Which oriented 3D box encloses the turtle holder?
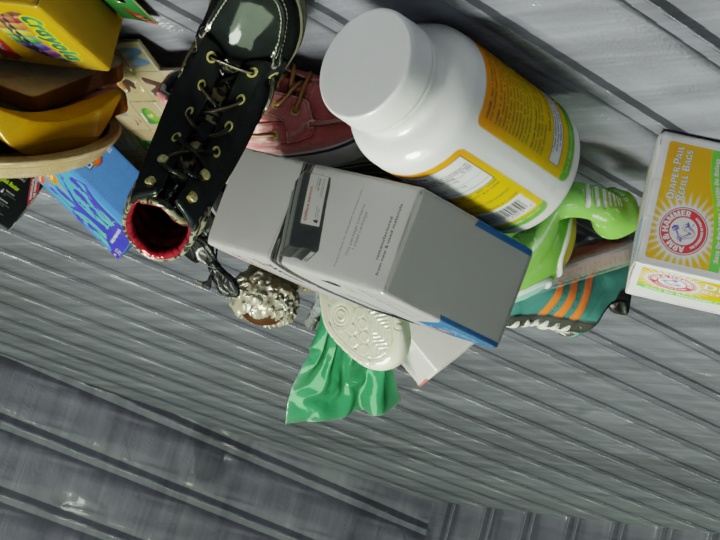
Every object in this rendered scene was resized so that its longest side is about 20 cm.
[{"bbox_3d":[0.125,-0.045,1.529,0.185,0.141,0.132,-37,150,12],"label":"turtle holder"}]

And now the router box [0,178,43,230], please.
[{"bbox_3d":[-0.401,-0.130,1.717,0.150,0.062,0.200,37,177,24],"label":"router box"}]

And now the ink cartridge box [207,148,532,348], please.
[{"bbox_3d":[0.005,-0.019,1.390,0.199,0.085,0.144,16,173,44],"label":"ink cartridge box"}]

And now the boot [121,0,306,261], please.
[{"bbox_3d":[-0.105,-0.110,1.309,0.073,0.155,0.204,24,146,-5],"label":"boot"}]

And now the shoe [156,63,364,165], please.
[{"bbox_3d":[-0.060,-0.133,1.442,0.199,0.072,0.091,-10,136,25],"label":"shoe"}]

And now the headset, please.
[{"bbox_3d":[-0.123,-0.045,1.669,0.094,0.123,0.200,56,-166,-13],"label":"headset"}]

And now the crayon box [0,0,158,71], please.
[{"bbox_3d":[-0.270,-0.204,1.408,0.198,0.051,0.127,8,166,22],"label":"crayon box"}]

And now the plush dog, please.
[{"bbox_3d":[-0.018,-0.038,1.740,0.199,0.162,0.171,4,158,-39],"label":"plush dog"}]

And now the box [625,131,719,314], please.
[{"bbox_3d":[0.314,-0.023,1.430,0.198,0.113,0.101,13,167,7],"label":"box"}]

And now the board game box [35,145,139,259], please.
[{"bbox_3d":[-0.265,-0.105,1.646,0.200,0.045,0.152,45,164,-3],"label":"board game box"}]

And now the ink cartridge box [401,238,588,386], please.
[{"bbox_3d":[0.120,0.019,1.778,0.068,0.200,0.117,50,168,5],"label":"ink cartridge box"}]

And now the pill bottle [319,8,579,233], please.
[{"bbox_3d":[0.063,-0.110,1.321,0.110,0.112,0.199,3,163,40],"label":"pill bottle"}]

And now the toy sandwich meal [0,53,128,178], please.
[{"bbox_3d":[-0.276,-0.133,1.463,0.203,0.071,0.205,3,-159,-1],"label":"toy sandwich meal"}]

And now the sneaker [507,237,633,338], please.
[{"bbox_3d":[0.175,0.030,1.676,0.199,0.081,0.071,-16,-165,-29],"label":"sneaker"}]

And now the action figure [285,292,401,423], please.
[{"bbox_3d":[-0.013,0.052,1.704,0.117,0.055,0.201,-12,132,-20],"label":"action figure"}]

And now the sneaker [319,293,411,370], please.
[{"bbox_3d":[0.001,-0.001,1.564,0.200,0.077,0.111,53,-157,24],"label":"sneaker"}]

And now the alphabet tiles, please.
[{"bbox_3d":[-0.189,-0.134,1.576,0.199,0.006,0.167,4,141,42],"label":"alphabet tiles"}]

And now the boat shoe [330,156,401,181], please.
[{"bbox_3d":[0.006,-0.099,1.493,0.199,0.071,0.064,4,146,32],"label":"boat shoe"}]
